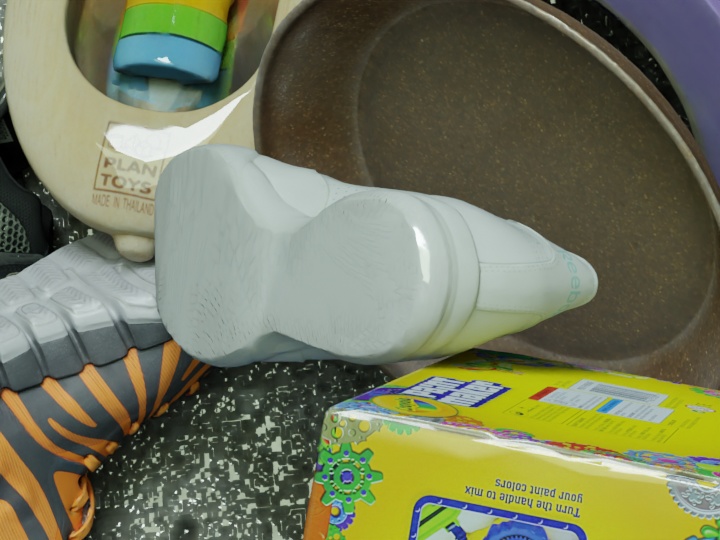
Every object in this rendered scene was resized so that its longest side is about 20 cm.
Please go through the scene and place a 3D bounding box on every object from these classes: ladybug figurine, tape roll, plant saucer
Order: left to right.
[{"bbox_3d":[-0.068,-0.095,0.992,0.135,0.072,0.201,12,71,7],"label":"ladybug figurine"},{"bbox_3d":[0.052,-0.022,0.876,0.200,0.201,0.037,35,50,14],"label":"plant saucer"},{"bbox_3d":[0.083,-0.072,0.900,0.200,0.200,0.085,34,50,14],"label":"tape roll"}]

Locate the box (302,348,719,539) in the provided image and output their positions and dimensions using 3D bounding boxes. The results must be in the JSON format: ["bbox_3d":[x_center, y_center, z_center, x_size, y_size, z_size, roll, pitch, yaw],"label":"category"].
[{"bbox_3d":[0.056,0.134,0.757,0.122,0.200,0.193,10,94,13],"label":"box"}]

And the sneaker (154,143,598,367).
[{"bbox_3d":[0.000,0.000,0.863,0.088,0.200,0.075,1,97,-33],"label":"sneaker"}]

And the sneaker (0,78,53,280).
[{"bbox_3d":[-0.202,-0.049,1.012,0.199,0.076,0.114,35,83,11],"label":"sneaker"}]

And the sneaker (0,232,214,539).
[{"bbox_3d":[-0.103,0.053,0.976,0.200,0.078,0.112,-17,116,-21],"label":"sneaker"}]

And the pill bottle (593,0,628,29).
[{"bbox_3d":[0.130,-0.140,0.960,0.200,0.111,0.111,41,86,15],"label":"pill bottle"}]
